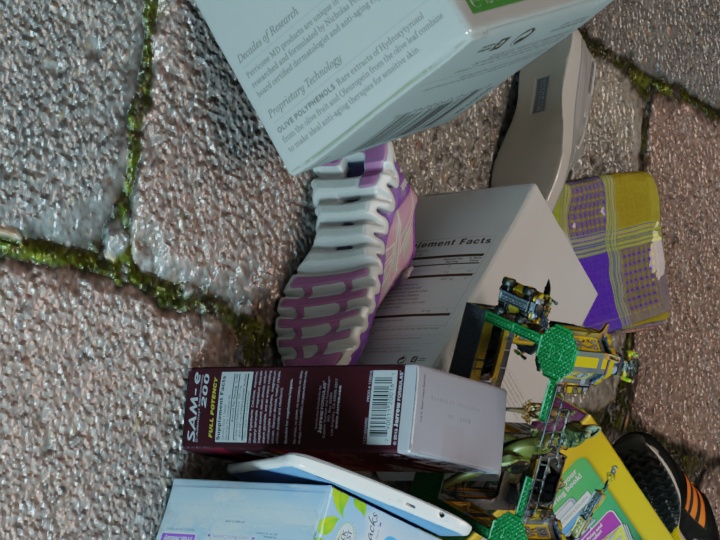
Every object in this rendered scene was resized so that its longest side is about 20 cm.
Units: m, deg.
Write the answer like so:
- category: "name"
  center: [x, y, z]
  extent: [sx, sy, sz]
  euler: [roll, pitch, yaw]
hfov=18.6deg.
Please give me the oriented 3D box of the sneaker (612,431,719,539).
- category: "sneaker"
  center: [0.272, 0.208, 1.976]
  extent: [0.201, 0.069, 0.090]
  euler: [62, 29, -29]

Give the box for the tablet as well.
- category: "tablet"
  center: [-0.011, 0.150, 1.471]
  extent: [0.129, 0.200, 0.014]
  euler: [23, 78, -12]

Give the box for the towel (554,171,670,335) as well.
- category: "towel"
  center: [0.214, -0.012, 1.940]
  extent: [0.199, 0.023, 0.145]
  euler: [-7, 94, -52]

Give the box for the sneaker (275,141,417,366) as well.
- category: "sneaker"
  center: [0.000, 0.000, 1.623]
  extent: [0.088, 0.080, 0.202]
  euler: [43, 54, -51]

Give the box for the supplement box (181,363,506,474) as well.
- category: "supplement box"
  center: [-0.013, 0.101, 1.493]
  extent: [0.108, 0.199, 0.061]
  euler: [18, 74, -50]

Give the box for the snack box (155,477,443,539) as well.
- category: "snack box"
  center: [-0.014, 0.204, 1.489]
  extent: [0.199, 0.168, 0.068]
  euler: [31, 68, -36]

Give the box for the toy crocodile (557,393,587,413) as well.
- category: "toy crocodile"
  center: [0.147, 0.130, 1.765]
  extent: [0.062, 0.067, 0.200]
  euler: [53, 7, 22]

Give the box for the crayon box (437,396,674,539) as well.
- category: "crayon box"
  center: [0.130, 0.225, 1.673]
  extent: [0.200, 0.058, 0.173]
  euler: [-44, 122, -12]

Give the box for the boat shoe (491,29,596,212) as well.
- category: "boat shoe"
  center: [0.160, -0.111, 1.846]
  extent: [0.068, 0.072, 0.201]
  euler: [37, 50, -42]

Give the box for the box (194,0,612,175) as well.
- category: "box"
  center: [0.028, -0.201, 1.536]
  extent: [0.198, 0.200, 0.172]
  euler: [-22, 80, -50]

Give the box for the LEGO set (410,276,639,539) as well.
- category: "LEGO set"
  center: [0.130, 0.110, 1.529]
  extent: [0.115, 0.153, 0.202]
  euler: [7, 94, -40]

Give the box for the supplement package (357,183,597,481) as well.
- category: "supplement package"
  center: [0.075, 0.047, 1.675]
  extent: [0.122, 0.119, 0.201]
  euler: [57, 47, -30]
